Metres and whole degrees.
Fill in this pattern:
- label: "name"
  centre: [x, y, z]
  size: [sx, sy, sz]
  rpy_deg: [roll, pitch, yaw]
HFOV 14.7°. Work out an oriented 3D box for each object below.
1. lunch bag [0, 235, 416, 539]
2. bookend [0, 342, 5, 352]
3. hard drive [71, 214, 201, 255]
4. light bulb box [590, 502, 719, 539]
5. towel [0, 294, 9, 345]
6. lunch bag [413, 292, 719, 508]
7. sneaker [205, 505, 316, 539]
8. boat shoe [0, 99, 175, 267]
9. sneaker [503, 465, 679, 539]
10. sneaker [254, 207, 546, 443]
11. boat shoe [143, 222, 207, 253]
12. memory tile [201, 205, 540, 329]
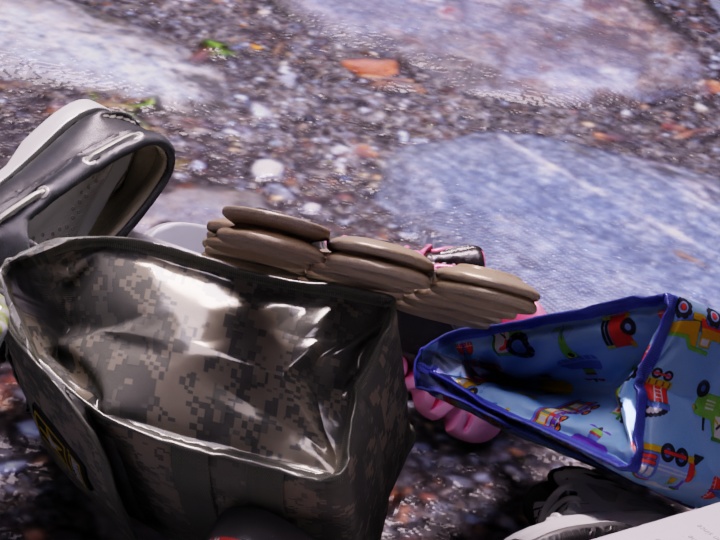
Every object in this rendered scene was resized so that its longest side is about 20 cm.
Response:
- label: "lunch bag"
  centre: [-0.084, 0.069, 1.375]
  size: [0.200, 0.164, 0.118]
  rpy_deg: [13, 65, 11]
- label: "bookend"
  centre: [-0.299, -0.024, 1.502]
  size: [0.199, 0.092, 0.200]
  rpy_deg: [19, 7, 15]
- label: "hard drive"
  centre: [-0.088, 0.029, 1.501]
  size: [0.200, 0.132, 0.027]
  rpy_deg: [19, 63, 23]
- label: "light bulb box"
  centre: [0.165, 0.208, 1.171]
  size: [0.200, 0.198, 0.125]
  rpy_deg: [-13, 33, -31]
- label: "towel"
  centre: [-0.252, 0.093, 1.256]
  size: [0.048, 0.171, 0.200]
  rpy_deg: [52, 23, -9]
- label: "lunch bag"
  centre: [0.134, 0.069, 1.447]
  size: [0.150, 0.094, 0.200]
  rpy_deg: [21, -10, -35]
- label: "sneaker"
  centre: [0.000, 0.199, 1.293]
  size: [0.201, 0.067, 0.108]
  rpy_deg: [28, 55, 2]
- label: "boat shoe"
  centre: [-0.172, -0.009, 1.416]
  size: [0.060, 0.076, 0.200]
  rpy_deg: [21, 62, 34]
- label: "sneaker"
  centre: [0.104, 0.145, 1.392]
  size: [0.115, 0.076, 0.200]
  rpy_deg: [21, 9, 42]
- label: "sneaker"
  centre: [0.021, 0.010, 1.523]
  size: [0.200, 0.095, 0.079]
  rpy_deg: [31, 25, -25]
- label: "boat shoe"
  centre: [-0.043, 0.021, 1.594]
  size: [0.200, 0.070, 0.066]
  rpy_deg: [12, -11, -19]
- label: "memory tile"
  centre: [0.000, 0.000, 1.325]
  size: [0.153, 0.017, 0.200]
  rpy_deg: [13, -5, -5]
